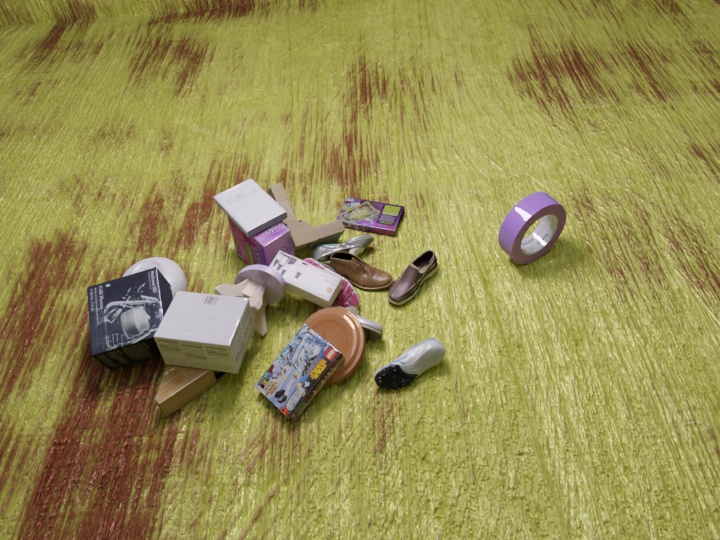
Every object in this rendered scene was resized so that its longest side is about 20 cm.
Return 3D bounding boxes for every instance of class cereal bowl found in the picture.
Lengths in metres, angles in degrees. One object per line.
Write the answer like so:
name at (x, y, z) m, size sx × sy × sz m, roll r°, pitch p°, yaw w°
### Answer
cereal bowl at (-0.610, 0.033, 1.815) m, size 0.195 × 0.084 × 0.203 m, roll -3°, pitch 46°, yaw 3°

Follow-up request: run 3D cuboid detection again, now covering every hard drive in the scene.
hard drive at (-0.315, -0.181, 1.784) m, size 0.131 × 0.027 × 0.200 m, roll -30°, pitch 50°, yaw -23°

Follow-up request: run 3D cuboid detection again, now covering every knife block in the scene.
knife block at (-0.404, 0.270, 1.581) m, size 0.171 × 0.065 × 0.202 m, roll 0°, pitch 46°, yaw 7°

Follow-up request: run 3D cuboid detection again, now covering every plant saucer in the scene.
plant saucer at (-0.083, 0.189, 1.599) m, size 0.196 × 0.032 × 0.204 m, roll -9°, pitch 62°, yaw 17°

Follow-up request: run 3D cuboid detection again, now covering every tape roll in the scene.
tape roll at (0.487, -0.119, 1.775) m, size 0.197 × 0.202 × 0.066 m, roll -25°, pitch 49°, yaw -19°

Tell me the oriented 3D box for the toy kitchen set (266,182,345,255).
toy kitchen set at (-0.186, -0.152, 1.920) m, size 0.178 × 0.163 × 0.203 m, roll -19°, pitch 77°, yaw -29°

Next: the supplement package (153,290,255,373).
supplement package at (-0.385, 0.153, 1.571) m, size 0.195 × 0.112 × 0.157 m, roll 6°, pitch 45°, yaw 10°

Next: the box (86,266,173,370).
box at (-0.598, 0.127, 1.651) m, size 0.193 × 0.125 × 0.203 m, roll -16°, pitch 63°, yaw -5°

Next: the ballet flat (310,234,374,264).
ballet flat at (-0.050, -0.055, 1.872) m, size 0.196 × 0.068 × 0.065 m, roll -11°, pitch 73°, yaw -4°

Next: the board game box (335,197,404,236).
board game box at (0.032, -0.173, 1.990) m, size 0.196 × 0.033 × 0.121 m, roll 11°, pitch 44°, yaw 17°

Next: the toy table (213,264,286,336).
toy table at (-0.298, 0.073, 1.691) m, size 0.183 × 0.199 × 0.118 m, roll 40°, pitch 54°, yaw -11°

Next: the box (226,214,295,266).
box at (-0.285, -0.078, 1.825) m, size 0.096 × 0.178 × 0.199 m, roll -33°, pitch 52°, yaw -26°

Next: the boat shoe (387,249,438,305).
boat shoe at (0.145, 0.012, 1.769) m, size 0.074 × 0.076 × 0.202 m, roll 27°, pitch 54°, yaw 28°

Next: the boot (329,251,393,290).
boot at (0.000, 0.000, 1.796) m, size 0.196 × 0.076 × 0.074 m, roll 14°, pitch 47°, yaw 16°

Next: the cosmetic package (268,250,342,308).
cosmetic package at (-0.153, 0.024, 1.697) m, size 0.197 × 0.051 × 0.083 m, roll 23°, pitch 63°, yaw 14°

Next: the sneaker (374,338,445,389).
sneaker at (0.122, 0.236, 1.574) m, size 0.197 × 0.073 × 0.072 m, roll -26°, pitch 14°, yaw -11°

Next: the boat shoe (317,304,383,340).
boat shoe at (-0.026, 0.131, 1.672) m, size 0.196 × 0.075 × 0.069 m, roll 14°, pitch 54°, yaw 19°

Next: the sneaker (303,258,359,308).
sneaker at (-0.078, 0.035, 1.767) m, size 0.198 × 0.087 × 0.074 m, roll 36°, pitch 99°, yaw 11°

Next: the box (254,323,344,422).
box at (-0.151, 0.251, 1.549) m, size 0.136 × 0.040 × 0.201 m, roll 33°, pitch 78°, yaw 32°
